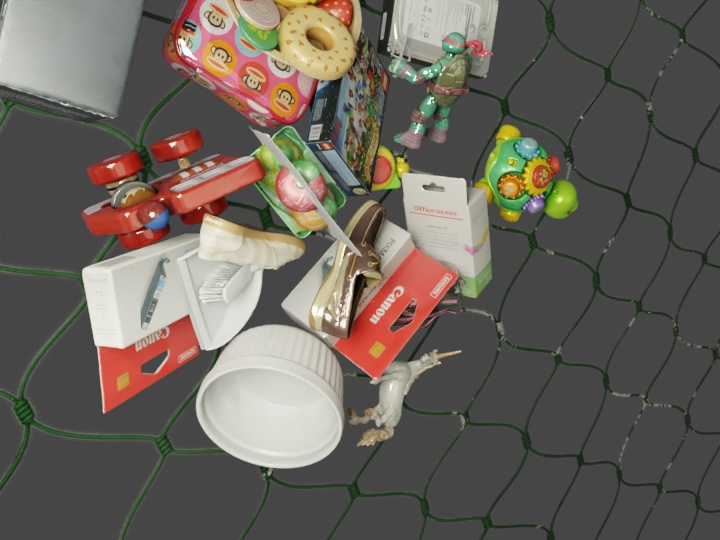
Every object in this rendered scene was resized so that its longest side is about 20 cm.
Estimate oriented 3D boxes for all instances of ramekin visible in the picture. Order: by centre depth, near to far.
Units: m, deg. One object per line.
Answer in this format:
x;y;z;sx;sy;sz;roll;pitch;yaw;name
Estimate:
-0.116;0.168;0.926;0.199;0.105;0.201;4;126;5;ramekin

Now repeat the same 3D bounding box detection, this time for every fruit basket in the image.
-0.072;-0.111;0.860;0.094;0.200;0.185;-41;110;-8;fruit basket

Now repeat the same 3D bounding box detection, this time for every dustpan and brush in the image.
-0.161;0.002;0.921;0.200;0.057;0.140;-55;140;-55;dustpan and brush

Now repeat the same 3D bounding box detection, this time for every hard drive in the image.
0.125;-0.389;1.047;0.199;0.038;0.141;4;98;-33;hard drive

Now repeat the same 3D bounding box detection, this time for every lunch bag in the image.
-0.140;-0.304;0.882;0.199;0.082;0.177;28;80;-31;lunch bag

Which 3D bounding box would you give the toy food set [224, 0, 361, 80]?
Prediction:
-0.082;-0.341;0.827;0.197;0.049;0.201;26;66;-22;toy food set

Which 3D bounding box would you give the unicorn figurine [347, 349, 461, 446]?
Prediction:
0.056;0.192;1.110;0.137;0.074;0.201;15;106;-42;unicorn figurine

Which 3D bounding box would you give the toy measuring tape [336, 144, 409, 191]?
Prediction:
-0.018;-0.152;0.995;0.199;0.074;0.074;-8;104;-19;toy measuring tape

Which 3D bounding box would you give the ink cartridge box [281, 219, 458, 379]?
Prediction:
0.014;0.028;0.977;0.200;0.176;0.045;-50;151;-13;ink cartridge box

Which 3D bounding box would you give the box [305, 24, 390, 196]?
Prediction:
-0.012;-0.223;0.921;0.137;0.037;0.201;44;50;-56;box

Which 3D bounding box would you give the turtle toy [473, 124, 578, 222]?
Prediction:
0.294;-0.154;1.158;0.199;0.101;0.146;26;86;-32;turtle toy

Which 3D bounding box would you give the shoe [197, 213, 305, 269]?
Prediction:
-0.139;-0.030;0.866;0.200;0.070;0.054;13;92;-62;shoe

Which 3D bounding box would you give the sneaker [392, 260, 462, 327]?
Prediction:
0.069;0.063;1.047;0.199;0.079;0.096;-21;126;11;sneaker

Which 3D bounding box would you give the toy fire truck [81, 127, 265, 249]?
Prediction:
-0.231;-0.095;0.811;0.199;0.168;0.113;-27;113;-24;toy fire truck

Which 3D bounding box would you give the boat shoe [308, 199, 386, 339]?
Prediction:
0.000;0.000;0.922;0.201;0.072;0.072;-64;159;-16;boat shoe

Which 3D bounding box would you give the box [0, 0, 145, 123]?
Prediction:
-0.310;-0.271;0.712;0.123;0.196;0.201;12;93;-32;box

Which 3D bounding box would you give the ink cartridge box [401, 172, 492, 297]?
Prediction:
0.136;-0.067;1.044;0.067;0.117;0.201;-41;132;-42;ink cartridge box

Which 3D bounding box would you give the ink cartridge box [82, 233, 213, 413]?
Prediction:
-0.250;0.059;0.838;0.200;0.044;0.177;-36;125;-65;ink cartridge box

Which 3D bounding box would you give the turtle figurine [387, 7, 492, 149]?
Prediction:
0.114;-0.285;0.999;0.149;0.101;0.201;-5;127;-27;turtle figurine
